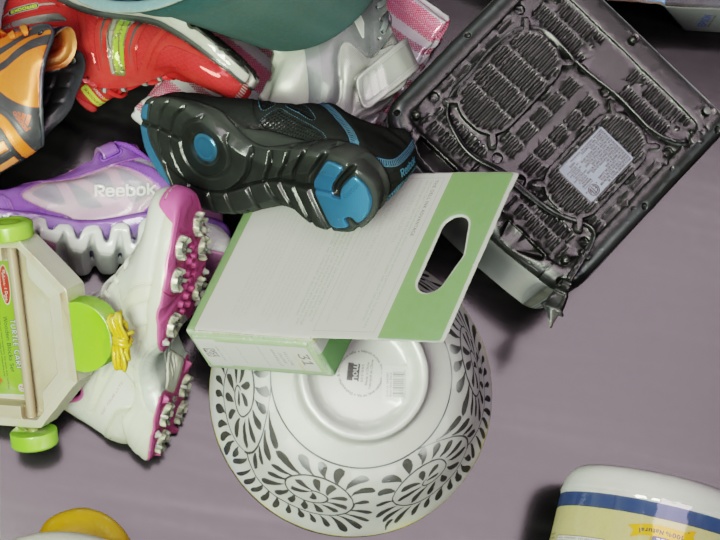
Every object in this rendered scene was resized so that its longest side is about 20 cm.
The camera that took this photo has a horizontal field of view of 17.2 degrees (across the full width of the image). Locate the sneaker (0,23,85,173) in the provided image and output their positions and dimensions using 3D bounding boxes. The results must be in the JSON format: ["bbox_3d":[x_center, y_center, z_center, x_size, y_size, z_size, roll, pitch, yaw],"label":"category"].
[{"bbox_3d":[-0.245,-0.157,1.607,0.111,0.078,0.201,-21,68,14],"label":"sneaker"}]

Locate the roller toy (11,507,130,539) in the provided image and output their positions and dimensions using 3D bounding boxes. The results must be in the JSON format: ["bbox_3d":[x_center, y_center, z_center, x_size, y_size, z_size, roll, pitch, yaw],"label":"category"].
[{"bbox_3d":[-0.201,0.266,1.534,0.182,0.140,0.201,-23,80,-20],"label":"roller toy"}]

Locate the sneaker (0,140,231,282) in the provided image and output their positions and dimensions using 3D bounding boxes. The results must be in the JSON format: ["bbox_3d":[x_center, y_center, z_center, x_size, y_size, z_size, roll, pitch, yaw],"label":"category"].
[{"bbox_3d":[-0.182,-0.046,1.628,0.199,0.081,0.089,3,71,-7],"label":"sneaker"}]

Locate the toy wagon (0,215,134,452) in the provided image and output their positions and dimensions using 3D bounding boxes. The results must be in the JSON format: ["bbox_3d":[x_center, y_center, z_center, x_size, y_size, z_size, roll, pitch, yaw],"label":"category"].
[{"bbox_3d":[-0.231,0.041,1.570,0.199,0.040,0.156,2,106,24],"label":"toy wagon"}]

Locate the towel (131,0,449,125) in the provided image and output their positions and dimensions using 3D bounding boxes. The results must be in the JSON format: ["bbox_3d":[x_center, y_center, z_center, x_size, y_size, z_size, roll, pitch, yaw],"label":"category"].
[{"bbox_3d":[-0.048,-0.142,1.677,0.146,0.030,0.200,37,79,3],"label":"towel"}]

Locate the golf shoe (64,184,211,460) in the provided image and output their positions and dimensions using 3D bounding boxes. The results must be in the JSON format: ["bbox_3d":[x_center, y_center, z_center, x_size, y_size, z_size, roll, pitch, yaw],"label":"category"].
[{"bbox_3d":[-0.154,0.030,1.578,0.091,0.075,0.201,18,117,13],"label":"golf shoe"}]

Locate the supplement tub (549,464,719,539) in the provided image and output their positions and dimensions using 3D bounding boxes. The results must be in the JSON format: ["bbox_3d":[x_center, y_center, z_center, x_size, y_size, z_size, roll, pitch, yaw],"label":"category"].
[{"bbox_3d":[0.184,0.241,1.573,0.143,0.144,0.201,14,79,-3],"label":"supplement tub"}]

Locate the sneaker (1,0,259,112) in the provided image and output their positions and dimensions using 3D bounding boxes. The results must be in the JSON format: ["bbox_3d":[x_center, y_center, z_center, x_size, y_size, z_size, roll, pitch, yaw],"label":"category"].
[{"bbox_3d":[-0.161,-0.145,1.640,0.199,0.077,0.085,22,88,21],"label":"sneaker"}]

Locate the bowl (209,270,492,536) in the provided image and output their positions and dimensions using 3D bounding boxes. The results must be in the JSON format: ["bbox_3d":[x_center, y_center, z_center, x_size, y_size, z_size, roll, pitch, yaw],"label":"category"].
[{"bbox_3d":[-0.002,0.077,1.610,0.199,0.094,0.202,1,81,-5],"label":"bowl"}]

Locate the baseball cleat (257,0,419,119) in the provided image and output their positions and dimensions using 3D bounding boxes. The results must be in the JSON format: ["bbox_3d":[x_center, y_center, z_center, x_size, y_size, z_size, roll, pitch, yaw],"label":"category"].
[{"bbox_3d":[0.000,-0.186,1.649,0.106,0.070,0.201,20,88,-4],"label":"baseball cleat"}]

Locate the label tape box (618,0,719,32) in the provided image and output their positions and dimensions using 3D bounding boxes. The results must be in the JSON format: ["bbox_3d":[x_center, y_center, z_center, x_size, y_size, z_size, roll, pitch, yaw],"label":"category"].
[{"bbox_3d":[0.271,-0.248,1.709,0.199,0.063,0.145,3,80,-3],"label":"label tape box"}]

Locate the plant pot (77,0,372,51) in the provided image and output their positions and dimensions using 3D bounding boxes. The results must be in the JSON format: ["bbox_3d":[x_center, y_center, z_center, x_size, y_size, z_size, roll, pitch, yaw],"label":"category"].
[{"bbox_3d":[-0.084,-0.237,1.536,0.199,0.196,0.202,-6,77,28],"label":"plant pot"}]

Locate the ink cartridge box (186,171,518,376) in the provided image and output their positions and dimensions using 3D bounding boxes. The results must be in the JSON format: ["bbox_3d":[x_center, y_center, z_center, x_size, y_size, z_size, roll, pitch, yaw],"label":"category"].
[{"bbox_3d":[0.000,0.000,1.552,0.199,0.048,0.146,4,52,31],"label":"ink cartridge box"}]

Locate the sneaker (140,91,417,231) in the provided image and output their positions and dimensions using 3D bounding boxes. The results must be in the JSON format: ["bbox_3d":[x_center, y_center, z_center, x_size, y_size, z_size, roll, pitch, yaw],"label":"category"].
[{"bbox_3d":[-0.056,-0.078,1.573,0.199,0.074,0.082,19,36,28],"label":"sneaker"}]

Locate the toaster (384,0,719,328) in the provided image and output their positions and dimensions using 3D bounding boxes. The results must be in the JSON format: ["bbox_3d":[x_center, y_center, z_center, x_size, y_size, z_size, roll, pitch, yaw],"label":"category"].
[{"bbox_3d":[0.123,-0.085,1.638,0.181,0.119,0.200,43,79,4],"label":"toaster"}]
